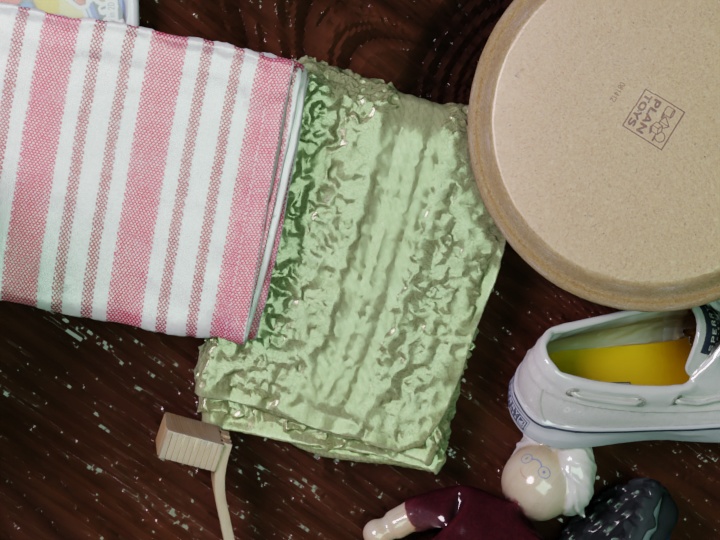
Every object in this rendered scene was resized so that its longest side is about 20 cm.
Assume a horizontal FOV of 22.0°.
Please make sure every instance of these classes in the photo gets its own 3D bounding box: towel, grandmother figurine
[{"bbox_3d":[0.000,0.000,0.968,0.147,0.036,0.202,14,96,-13],"label":"towel"},{"bbox_3d":[-0.133,-0.051,0.910,0.198,0.030,0.148,11,99,-8],"label":"towel"},{"bbox_3d":[0.056,0.160,0.976,0.121,0.061,0.200,39,74,15],"label":"grandmother figurine"}]

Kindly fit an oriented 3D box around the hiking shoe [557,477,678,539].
[{"bbox_3d":[0.130,0.211,0.998,0.086,0.074,0.201,35,70,-23],"label":"hiking shoe"}]

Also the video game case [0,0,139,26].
[{"bbox_3d":[-0.200,-0.163,0.905,0.180,0.023,0.203,-3,99,-12],"label":"video game case"}]

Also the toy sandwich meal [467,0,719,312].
[{"bbox_3d":[0.154,-0.075,0.935,0.203,0.070,0.208,0,90,9],"label":"toy sandwich meal"}]

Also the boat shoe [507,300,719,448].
[{"bbox_3d":[0.180,0.039,0.975,0.200,0.086,0.075,-3,56,-14],"label":"boat shoe"}]

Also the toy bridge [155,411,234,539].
[{"bbox_3d":[-0.100,0.178,0.968,0.067,0.027,0.202,15,101,-14],"label":"toy bridge"}]
